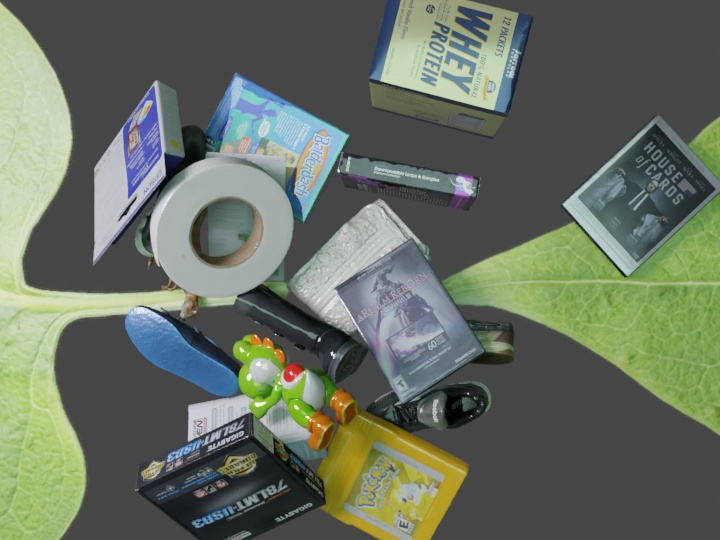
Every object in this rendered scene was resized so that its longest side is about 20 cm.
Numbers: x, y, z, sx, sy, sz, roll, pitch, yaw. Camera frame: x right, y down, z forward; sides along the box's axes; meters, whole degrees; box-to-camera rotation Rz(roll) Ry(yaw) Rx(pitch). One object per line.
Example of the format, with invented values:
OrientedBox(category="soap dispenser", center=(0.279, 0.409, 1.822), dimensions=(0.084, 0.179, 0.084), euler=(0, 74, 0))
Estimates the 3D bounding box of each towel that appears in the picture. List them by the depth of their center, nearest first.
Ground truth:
OrientedBox(category="towel", center=(0.000, 0.000, 1.326), dimensions=(0.200, 0.034, 0.133), euler=(-45, 87, 1))

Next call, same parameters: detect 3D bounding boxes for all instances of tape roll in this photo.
OrientedBox(category="tape roll", center=(-0.192, -0.058, 1.215), dimensions=(0.201, 0.037, 0.205), euler=(-12, 120, -21))

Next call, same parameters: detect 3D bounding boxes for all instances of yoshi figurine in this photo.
OrientedBox(category="yoshi figurine", center=(-0.104, 0.174, 1.254), dimensions=(0.199, 0.112, 0.113), euler=(35, 96, 23))

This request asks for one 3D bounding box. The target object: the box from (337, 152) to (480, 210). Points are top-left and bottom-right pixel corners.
OrientedBox(category="box", center=(0.069, -0.128, 1.270), dimensions=(0.198, 0.143, 0.037), euler=(10, 88, 2))

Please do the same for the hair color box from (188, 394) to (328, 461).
OrientedBox(category="hair color box", center=(-0.153, 0.238, 1.294), dimensions=(0.198, 0.061, 0.100), euler=(-11, 47, 2))

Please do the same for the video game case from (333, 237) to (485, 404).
OrientedBox(category="video game case", center=(0.069, 0.072, 1.274), dimensions=(0.142, 0.019, 0.201), euler=(-32, 75, 1))

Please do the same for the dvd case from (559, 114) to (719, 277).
OrientedBox(category="dvd case", center=(0.424, -0.112, 1.315), dimensions=(0.200, 0.025, 0.150), euler=(-43, 88, 2))

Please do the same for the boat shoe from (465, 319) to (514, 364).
OrientedBox(category="boat shoe", center=(0.133, 0.098, 1.307), dimensions=(0.198, 0.073, 0.065), euler=(8, 63, 11))

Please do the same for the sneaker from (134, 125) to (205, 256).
OrientedBox(category="sneaker", center=(-0.257, -0.110, 1.253), dimensions=(0.066, 0.090, 0.202), euler=(23, 85, -39))

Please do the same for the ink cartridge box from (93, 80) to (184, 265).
OrientedBox(category="ink cartridge box", center=(-0.317, -0.134, 1.239), dimensions=(0.198, 0.047, 0.201), euler=(-43, 46, 30))

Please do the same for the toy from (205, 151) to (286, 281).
OrientedBox(category="toy", center=(-0.167, -0.082, 1.292), dimensions=(0.114, 0.047, 0.202), euler=(3, 115, -2))

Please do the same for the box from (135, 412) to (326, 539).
OrientedBox(category="box", center=(-0.182, 0.310, 1.251), dimensions=(0.199, 0.050, 0.199), euler=(-26, 126, 14))

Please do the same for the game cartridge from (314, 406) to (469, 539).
OrientedBox(category="game cartridge", center=(0.036, 0.316, 1.296), dimensions=(0.199, 0.032, 0.178), euler=(25, 110, 2))

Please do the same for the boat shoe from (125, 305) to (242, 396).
OrientedBox(category="boat shoe", center=(-0.267, 0.124, 1.322), dimensions=(0.200, 0.069, 0.084), euler=(40, 103, -2))

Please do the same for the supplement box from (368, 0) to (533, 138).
OrientedBox(category="supplement box", center=(0.123, -0.290, 1.241), dimensions=(0.198, 0.200, 0.136), euler=(14, 90, 2))

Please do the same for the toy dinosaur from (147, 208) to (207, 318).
OrientedBox(category="toy dinosaur", center=(-0.267, -0.030, 1.335), dimensions=(0.105, 0.060, 0.202), euler=(8, 92, -10))

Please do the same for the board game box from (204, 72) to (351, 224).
OrientedBox(category="board game box", center=(-0.135, -0.183, 1.327), dimensions=(0.199, 0.045, 0.153), euler=(29, 92, 3))

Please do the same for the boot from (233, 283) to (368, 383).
OrientedBox(category="boot", center=(-0.093, 0.080, 1.252), dimensions=(0.199, 0.165, 0.066), euler=(33, 87, 10))

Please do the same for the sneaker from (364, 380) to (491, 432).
OrientedBox(category="sneaker", center=(0.099, 0.205, 1.291), dimensions=(0.198, 0.090, 0.067), euler=(-10, 88, 2))
